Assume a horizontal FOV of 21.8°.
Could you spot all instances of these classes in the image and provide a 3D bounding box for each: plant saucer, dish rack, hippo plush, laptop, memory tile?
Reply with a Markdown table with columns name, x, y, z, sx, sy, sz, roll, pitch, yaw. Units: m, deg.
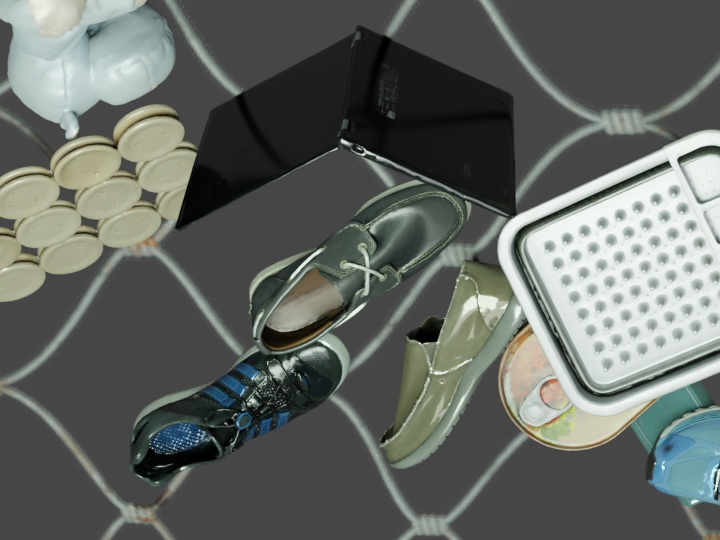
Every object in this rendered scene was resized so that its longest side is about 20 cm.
| name | x | y | z | sx | sy | sz | roll | pitch | yaw |
| --- | --- | --- | --- | --- | --- | --- | --- | --- | --- |
| plant saucer | 0.245 | 0.110 | 1.505 | 0.070 | 0.019 | 0.200 | -28 | 115 | 18 |
| dish rack | 0.219 | 0.000 | 1.383 | 0.200 | 0.044 | 0.172 | -25 | 100 | 16 |
| hippo plush | -0.205 | -0.165 | 1.293 | 0.200 | 0.159 | 0.161 | -18 | 129 | -5 |
| laptop | -0.005 | -0.079 | 1.313 | 0.200 | 0.187 | 0.116 | 23 | 120 | -9 |
| memory tile | -0.209 | -0.047 | 1.380 | 0.200 | 0.017 | 0.153 | -24 | 154 | 2 |

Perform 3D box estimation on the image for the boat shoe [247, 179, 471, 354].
| name | x | y | z | sx | sy | sz | roll | pitch | yaw |
| --- | --- | --- | --- | --- | --- | --- | --- | --- | --- |
| boat shoe | 0.000 | 0.000 | 1.430 | 0.200 | 0.068 | 0.072 | -31 | 112 | 18 |

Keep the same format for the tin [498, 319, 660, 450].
| name | x | y | z | sx | sy | sz | roll | pitch | yaw |
| --- | --- | --- | --- | --- | --- | --- | --- | --- | --- |
| tin | 0.195 | 0.054 | 1.443 | 0.200 | 0.042 | 0.112 | -43 | 89 | 18 |

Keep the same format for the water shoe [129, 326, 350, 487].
| name | x | y | z | sx | sy | sz | roll | pitch | yaw |
| --- | --- | --- | --- | --- | --- | --- | --- | --- | --- |
| water shoe | -0.095 | 0.117 | 1.495 | 0.200 | 0.079 | 0.072 | -28 | 115 | 18 |

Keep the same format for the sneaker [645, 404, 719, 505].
| name | x | y | z | sx | sy | sz | roll | pitch | yaw |
| --- | --- | --- | --- | --- | --- | --- | --- | --- | --- |
| sneaker | 0.324 | 0.161 | 1.473 | 0.200 | 0.090 | 0.078 | 5 | 111 | -8 |

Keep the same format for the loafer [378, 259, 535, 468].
| name | x | y | z | sx | sy | sz | roll | pitch | yaw |
| --- | --- | --- | --- | --- | --- | --- | --- | --- | --- |
| loafer | 0.064 | 0.069 | 1.469 | 0.070 | 0.075 | 0.200 | 31 | 113 | -1 |
